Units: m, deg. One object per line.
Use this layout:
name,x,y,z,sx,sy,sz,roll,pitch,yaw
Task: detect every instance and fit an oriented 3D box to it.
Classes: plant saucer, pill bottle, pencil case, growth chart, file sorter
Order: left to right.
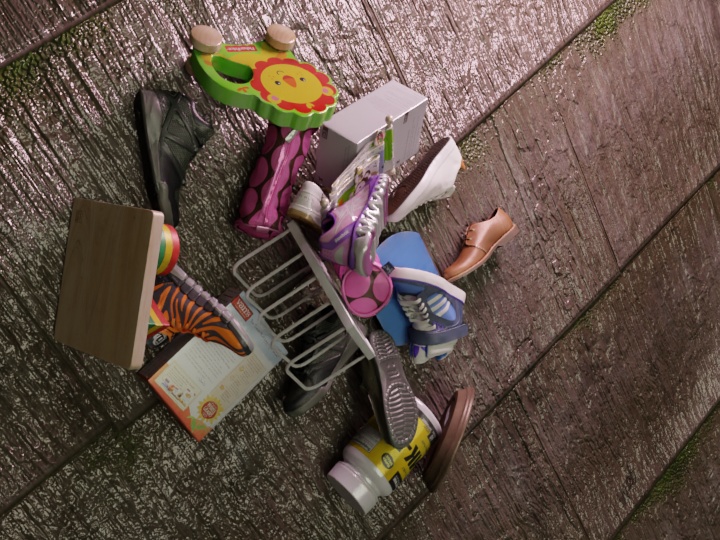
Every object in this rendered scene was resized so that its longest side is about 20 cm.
pencil case,-0.130,-0.149,1.301,0.090,0.093,0.204,18,86,-28
file sorter,-0.088,0.060,1.272,0.123,0.202,0.139,-32,153,0
growth chart,-0.003,-0.124,1.290,0.201,0.018,0.146,-53,156,-22
pencil case,0.000,0.000,1.315,0.090,0.200,0.095,-32,104,0
pill bottle,0.041,0.319,1.473,0.200,0.114,0.115,-45,117,-20
plant saucer,0.156,0.301,1.521,0.029,0.200,0.203,23,82,3

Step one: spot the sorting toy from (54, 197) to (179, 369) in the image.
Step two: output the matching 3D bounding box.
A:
sorting toy,-0.326,0.015,1.147,0.069,0.196,0.204,8,92,-49

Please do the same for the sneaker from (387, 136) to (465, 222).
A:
sneaker,0.122,-0.142,1.489,0.200,0.072,0.085,-48,116,-20

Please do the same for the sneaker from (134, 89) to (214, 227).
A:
sneaker,-0.262,-0.163,1.230,0.112,0.076,0.204,-8,95,-26

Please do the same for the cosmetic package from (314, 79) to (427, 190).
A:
cosmetic package,0.017,-0.213,1.355,0.200,0.080,0.114,-41,152,-39

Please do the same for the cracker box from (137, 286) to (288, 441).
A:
cracker box,-0.226,0.143,1.305,0.200,0.057,0.135,-44,117,-20

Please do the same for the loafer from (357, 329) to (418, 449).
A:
loafer,0.043,0.206,1.437,0.074,0.069,0.204,1,68,-36

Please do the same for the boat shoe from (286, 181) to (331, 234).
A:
boat shoe,-0.057,-0.094,1.321,0.070,0.200,0.070,20,87,11

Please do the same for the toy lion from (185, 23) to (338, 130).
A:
toy lion,-0.137,-0.277,1.234,0.197,0.193,0.069,-10,144,-31

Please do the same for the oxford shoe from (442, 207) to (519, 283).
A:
oxford shoe,0.211,-0.045,1.575,0.200,0.071,0.072,-41,99,-29

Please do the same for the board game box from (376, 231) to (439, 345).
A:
board game box,0.067,0.028,1.499,0.158,0.039,0.202,-45,124,-25

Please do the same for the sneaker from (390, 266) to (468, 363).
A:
sneaker,0.107,0.086,1.461,0.199,0.080,0.149,24,78,-46

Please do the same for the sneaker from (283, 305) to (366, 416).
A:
sneaker,-0.082,0.136,1.383,0.114,0.076,0.201,47,68,-27

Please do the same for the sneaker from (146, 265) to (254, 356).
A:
sneaker,-0.252,0.085,1.226,0.112,0.199,0.078,-47,159,-16

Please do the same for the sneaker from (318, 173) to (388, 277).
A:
sneaker,-0.010,-0.075,1.217,0.202,0.087,0.082,-70,162,-48
